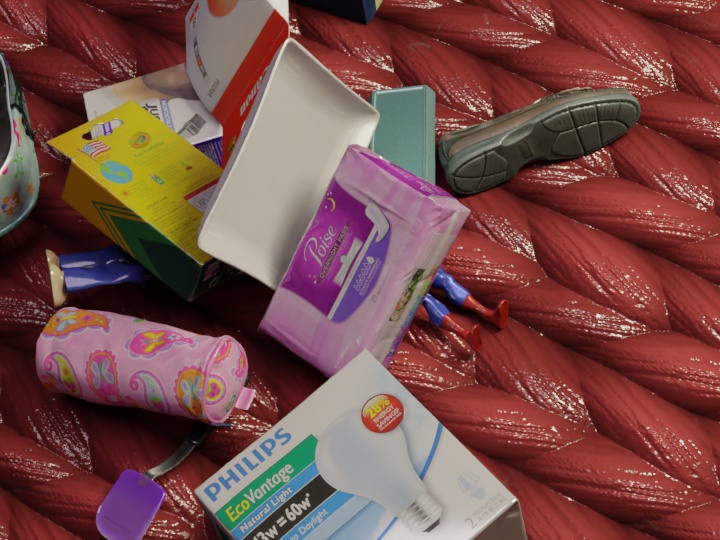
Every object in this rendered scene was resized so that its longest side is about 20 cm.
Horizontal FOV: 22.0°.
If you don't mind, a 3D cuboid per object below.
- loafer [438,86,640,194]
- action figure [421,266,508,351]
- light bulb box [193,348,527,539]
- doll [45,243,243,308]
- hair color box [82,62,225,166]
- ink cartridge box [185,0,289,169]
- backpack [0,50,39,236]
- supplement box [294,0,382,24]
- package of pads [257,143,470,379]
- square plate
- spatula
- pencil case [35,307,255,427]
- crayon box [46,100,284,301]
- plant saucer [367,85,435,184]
[{"bbox_3d":[0.168,-0.140,1.780,0.198,0.072,0.063,-21,49,-1],"label":"loafer"},{"bbox_3d":[0.045,0.000,1.721,0.199,0.052,0.065,31,59,30],"label":"action figure"},{"bbox_3d":[0.002,0.212,1.543,0.198,0.125,0.200,-39,59,-15],"label":"light bulb box"},{"bbox_3d":[-0.196,-0.010,1.753,0.198,0.049,0.137,-8,22,-11],"label":"doll"},{"bbox_3d":[-0.170,-0.149,1.853,0.198,0.065,0.110,-16,54,-2],"label":"hair color box"},{"bbox_3d":[-0.121,-0.214,1.755,0.050,0.162,0.202,16,50,-21],"label":"ink cartridge box"},{"bbox_3d":[-0.401,-0.106,1.816,0.176,0.151,0.201,-21,48,0],"label":"backpack"},{"bbox_3d":[-0.040,-0.400,1.949,0.198,0.135,0.201,21,63,22],"label":"supplement box"},{"bbox_3d":[0.000,0.000,1.662,0.120,0.075,0.201,33,104,25],"label":"package of pads"},{"bbox_3d":[-0.067,-0.087,1.669,0.028,0.200,0.200,21,84,29],"label":"square plate"},{"bbox_3d":[-0.164,0.164,1.668,0.056,0.021,0.200,24,60,30],"label":"spatula"},{"bbox_3d":[-0.196,0.087,1.676,0.198,0.088,0.088,9,58,25],"label":"pencil case"},{"bbox_3d":[-0.185,-0.068,1.720,0.199,0.051,0.127,38,40,18],"label":"crayon box"},{"bbox_3d":[0.038,-0.113,1.790,0.069,0.019,0.201,-5,42,7],"label":"plant saucer"}]
